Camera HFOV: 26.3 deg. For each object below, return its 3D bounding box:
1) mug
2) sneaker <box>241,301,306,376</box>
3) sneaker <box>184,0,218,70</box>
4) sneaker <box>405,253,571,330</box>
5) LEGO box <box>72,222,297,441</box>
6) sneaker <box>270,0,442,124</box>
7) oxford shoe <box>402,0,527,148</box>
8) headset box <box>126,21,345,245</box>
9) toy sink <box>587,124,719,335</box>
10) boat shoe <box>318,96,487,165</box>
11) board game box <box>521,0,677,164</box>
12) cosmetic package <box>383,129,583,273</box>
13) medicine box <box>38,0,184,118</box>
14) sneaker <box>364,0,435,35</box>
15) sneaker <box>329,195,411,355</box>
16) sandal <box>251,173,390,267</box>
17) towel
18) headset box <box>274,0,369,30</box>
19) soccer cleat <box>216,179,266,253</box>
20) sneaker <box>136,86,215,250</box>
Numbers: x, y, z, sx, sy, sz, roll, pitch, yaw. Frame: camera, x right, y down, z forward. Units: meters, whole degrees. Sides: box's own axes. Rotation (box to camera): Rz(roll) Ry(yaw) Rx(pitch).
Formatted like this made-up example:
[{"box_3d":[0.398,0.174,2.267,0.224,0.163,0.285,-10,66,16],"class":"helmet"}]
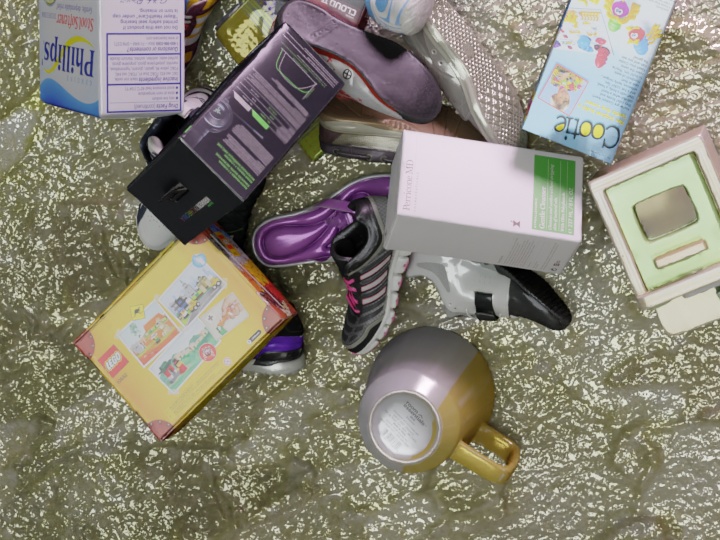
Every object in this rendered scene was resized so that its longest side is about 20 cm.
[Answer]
[{"box_3d":[0.082,0.153,1.700,0.184,0.153,0.152,1,100,14],"class":"mug"},{"box_3d":[-0.161,0.063,1.775,0.197,0.070,0.101,0,114,-1],"class":"sneaker"},{"box_3d":[-0.202,-0.293,1.721,0.075,0.090,0.201,35,107,6],"class":"sneaker"},{"box_3d":[0.139,0.025,1.706,0.199,0.074,0.089,33,107,17],"class":"sneaker"},{"box_3d":[-0.194,0.064,1.707,0.200,0.077,0.149,-44,86,8],"class":"LEGO box"},{"box_3d":[-0.009,-0.210,1.655,0.200,0.108,0.068,30,70,-4],"class":"sneaker"},{"box_3d":[0.114,-0.203,1.673,0.058,0.075,0.201,-31,96,44],"class":"oxford shoe"},{"box_3d":[-0.136,-0.135,1.605,0.093,0.201,0.174,43,152,-10],"class":"headset box"},{"box_3d":[0.340,-0.032,1.618,0.129,0.112,0.202,-22,94,18],"class":"toy sink"},{"box_3d":[0.049,-0.144,1.699,0.197,0.072,0.065,9,130,-1],"class":"boat shoe"},{"box_3d":[0.251,-0.230,1.604,0.104,0.103,0.202,21,105,2],"class":"board game box"},{"box_3d":[0.130,-0.071,1.631,0.197,0.085,0.109,7,64,-7],"class":"cosmetic package"},{"box_3d":[-0.275,-0.277,1.689,0.181,0.102,0.203,19,110,56],"class":"medicine box"},{"box_3d":[0.074,-0.339,1.620,0.072,0.072,0.201,28,75,19],"class":"sneaker"},{"box_3d":[0.000,0.000,1.709,0.086,0.074,0.202,7,118,-22],"class":"sneaker"},{"box_3d":[-0.033,-0.046,1.745,0.201,0.050,0.083,-22,95,17],"class":"sandal"},{"box_3d":[-0.062,-0.240,1.730,0.143,0.023,0.201,-36,90,17],"class":"towel"},{"box_3d":[-0.035,-0.361,1.657,0.147,0.075,0.202,23,99,4],"class":"headset box"},{"box_3d":[-0.158,-0.032,1.779,0.081,0.068,0.200,38,114,-5],"class":"soccer cleat"},{"box_3d":[-0.220,-0.109,1.740,0.079,0.130,0.201,33,106,8],"class":"sneaker"}]
